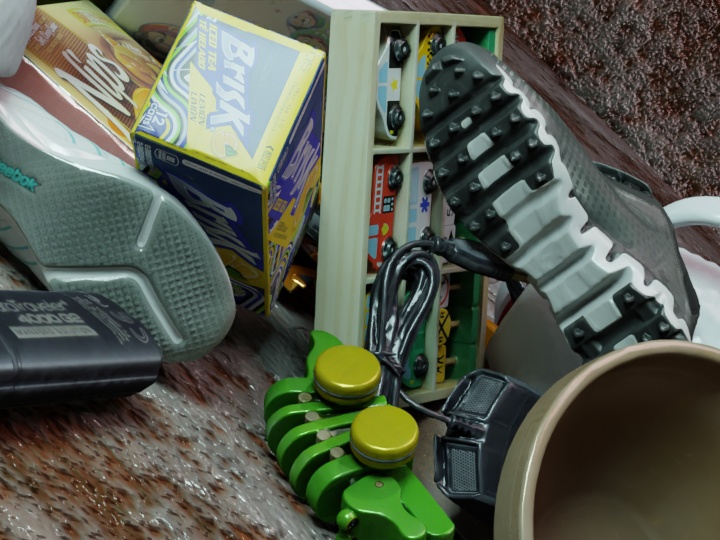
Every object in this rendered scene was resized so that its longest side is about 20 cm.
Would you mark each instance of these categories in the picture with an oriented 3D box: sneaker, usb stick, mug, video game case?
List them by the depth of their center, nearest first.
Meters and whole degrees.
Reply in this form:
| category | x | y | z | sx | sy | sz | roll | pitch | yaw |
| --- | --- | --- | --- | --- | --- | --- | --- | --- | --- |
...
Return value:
| category | x | y | z | sx | sy | sz | roll | pitch | yaw |
| --- | --- | --- | --- | --- | --- | --- | --- | --- | --- |
| usb stick | -0.132 | 0.029 | 0.853 | 0.055 | 0.033 | 0.200 | 38 | 11 | 15 |
| sneaker | -0.135 | -0.037 | 0.988 | 0.200 | 0.070 | 0.080 | 38 | 10 | -14 |
| sneaker | 0.102 | -0.030 | 1.127 | 0.200 | 0.066 | 0.090 | 53 | 30 | -2 |
| mug | 0.173 | 0.045 | 1.217 | 0.175 | 0.200 | 0.148 | 37 | 41 | 8 |
| video game case | -0.044 | -0.108 | 1.269 | 0.200 | 0.024 | 0.182 | 26 | -29 | -17 |

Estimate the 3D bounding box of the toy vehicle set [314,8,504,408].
| category | x | y | z | sx | sy | sz | roll | pitch | yaw |
| --- | --- | --- | --- | --- | --- | --- | --- | --- | --- |
| toy vehicle set | 0.025 | -0.032 | 1.160 | 0.026 | 0.200 | 0.124 | 8 | 9 | 33 |

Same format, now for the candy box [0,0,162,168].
| category | x | y | z | sx | sy | sz | roll | pitch | yaw |
| --- | --- | --- | --- | --- | --- | --- | --- | --- | --- |
| candy box | -0.137 | -0.078 | 1.155 | 0.115 | 0.055 | 0.200 | 41 | 12 | 0 |

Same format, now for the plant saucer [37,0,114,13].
| category | x | y | z | sx | sy | sz | roll | pitch | yaw |
| --- | --- | --- | --- | --- | --- | --- | --- | --- | --- |
| plant saucer | -0.146 | -0.174 | 1.242 | 0.200 | 0.200 | 0.031 | 26 | 57 | -53 |

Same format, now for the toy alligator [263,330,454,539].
| category | x | y | z | sx | sy | sz | roll | pitch | yaw |
| --- | --- | --- | --- | --- | --- | --- | --- | --- | --- |
| toy alligator | 0.001 | 0.097 | 0.998 | 0.054 | 0.059 | 0.200 | -13 | 44 | -20 |

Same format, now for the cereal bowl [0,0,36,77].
| category | x | y | z | sx | sy | sz | roll | pitch | yaw |
| --- | --- | --- | --- | --- | --- | --- | --- | --- | --- |
| cereal bowl | -0.221 | -0.152 | 0.939 | 0.200 | 0.083 | 0.200 | 22 | 8 | -3 |

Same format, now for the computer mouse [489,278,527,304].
| category | x | y | z | sx | sy | sz | roll | pitch | yaw |
| --- | --- | --- | --- | --- | --- | --- | --- | --- | --- |
| computer mouse | 0.062 | -0.026 | 1.325 | 0.110 | 0.044 | 0.200 | 64 | 11 | 11 |

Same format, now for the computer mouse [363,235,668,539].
| category | x | y | z | sx | sy | sz | roll | pitch | yaw |
| --- | --- | --- | --- | --- | --- | --- | --- | --- | --- |
| computer mouse | 0.077 | 0.065 | 1.132 | 0.200 | 0.141 | 0.046 | 17 | -19 | -22 |

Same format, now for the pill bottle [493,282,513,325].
| category | x | y | z | sx | sy | sz | roll | pitch | yaw |
| --- | --- | --- | --- | --- | --- | --- | --- | --- | --- |
| pill bottle | 0.144 | 0.060 | 1.424 | 0.112 | 0.112 | 0.200 | 37 | 12 | -20 |

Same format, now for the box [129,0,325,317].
| category | x | y | z | sx | sy | sz | roll | pitch | yaw |
| --- | --- | --- | --- | --- | --- | --- | --- | --- | --- |
| box | -0.058 | -0.045 | 1.040 | 0.064 | 0.070 | 0.200 | 22 | -16 | 5 |

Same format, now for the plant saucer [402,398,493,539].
| category | x | y | z | sx | sy | sz | roll | pitch | yaw |
| --- | --- | --- | --- | --- | --- | --- | --- | --- | --- |
| plant saucer | 0.094 | 0.125 | 1.228 | 0.200 | 0.034 | 0.200 | 41 | 12 | -10 |

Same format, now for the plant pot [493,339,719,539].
| category | x | y | z | sx | sy | sz | roll | pitch | yaw |
| --- | --- | --- | --- | --- | --- | --- | --- | --- | --- |
| plant pot | 0.133 | 0.140 | 1.059 | 0.201 | 0.093 | 0.201 | 11 | 68 | -28 |

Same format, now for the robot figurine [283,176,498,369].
| category | x | y | z | sx | sy | sz | roll | pitch | yaw |
| --- | --- | --- | --- | --- | --- | --- | --- | --- | --- |
| robot figurine | 0.000 | 0.000 | 1.290 | 0.200 | 0.058 | 0.145 | 35 | 6 | -32 |
